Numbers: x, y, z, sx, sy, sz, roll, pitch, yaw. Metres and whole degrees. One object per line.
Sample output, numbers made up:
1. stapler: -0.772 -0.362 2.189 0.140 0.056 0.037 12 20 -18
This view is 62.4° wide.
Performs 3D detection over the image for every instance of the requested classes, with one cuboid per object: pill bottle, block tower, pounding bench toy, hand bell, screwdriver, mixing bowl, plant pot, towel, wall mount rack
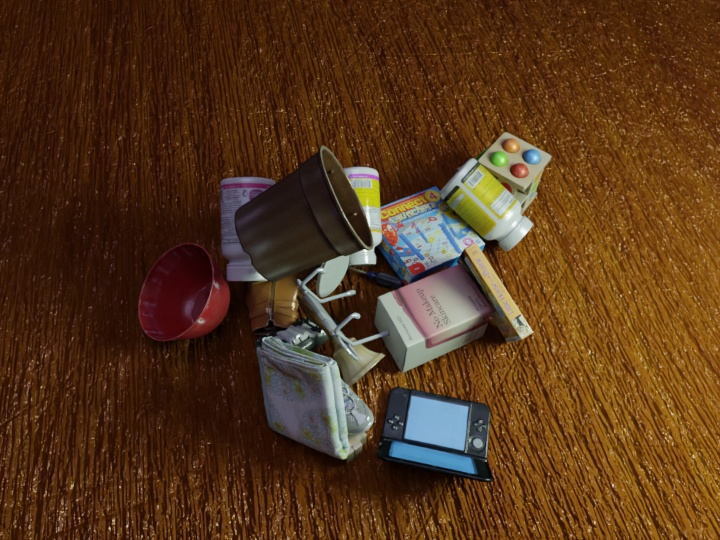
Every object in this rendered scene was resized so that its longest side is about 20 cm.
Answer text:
1. pill bottle: -0.007 -0.112 1.272 0.103 0.104 0.203 -2 87 -2
2. block tower: -0.061 0.261 1.123 0.054 0.058 0.201 -30 63 -19
3. pounding bench toy: 0.317 -0.237 1.396 0.199 0.157 0.124 34 62 21
4. pill bottle: -0.225 -0.081 1.203 0.112 0.113 0.203 -1 91 -1
5. pill bottle: 0.280 -0.142 1.317 0.200 0.112 0.112 44 64 2
6. hand bell: -0.055 0.122 1.152 0.104 0.104 0.200 -37 81 -23
7. screwdriver: 0.000 0.000 1.313 0.198 0.028 0.029 20 27 12
8. mixing bowl: -0.338 0.059 1.203 0.198 0.108 0.203 -13 63 27
9. plant pot: -0.107 -0.089 1.072 0.196 0.200 0.202 -24 56 13
10. towel: -0.103 0.223 1.040 0.170 0.203 0.048 13 31 37
11. wall mount rack: -0.032 0.078 1.113 0.074 0.174 0.201 -40 63 2

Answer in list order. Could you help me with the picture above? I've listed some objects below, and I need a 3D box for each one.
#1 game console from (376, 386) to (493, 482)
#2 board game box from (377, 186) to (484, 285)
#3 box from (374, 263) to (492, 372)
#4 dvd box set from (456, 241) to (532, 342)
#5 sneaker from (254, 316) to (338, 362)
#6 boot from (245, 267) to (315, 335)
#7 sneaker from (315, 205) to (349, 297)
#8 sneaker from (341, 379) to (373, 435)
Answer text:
1. game console: 0.138 0.288 1.068 0.197 0.117 0.178 10 57 6
2. board game box: 0.141 -0.077 1.335 0.198 0.056 0.197 -23 59 -23
3. box: 0.143 0.094 1.198 0.198 0.110 0.129 -21 58 -17
4. dvd box set: 0.261 0.048 1.178 0.029 0.146 0.201 -30 81 -2
5. sneaker: -0.125 0.154 1.189 0.199 0.092 0.066 -18 34 -41
6. boot: -0.143 0.056 1.252 0.197 0.074 0.156 -12 56 5
7. sneaker: -0.076 -0.052 1.227 0.099 0.203 0.070 28 24 37
8. sneaker: -0.061 0.217 1.068 0.199 0.082 0.075 35 62 20
